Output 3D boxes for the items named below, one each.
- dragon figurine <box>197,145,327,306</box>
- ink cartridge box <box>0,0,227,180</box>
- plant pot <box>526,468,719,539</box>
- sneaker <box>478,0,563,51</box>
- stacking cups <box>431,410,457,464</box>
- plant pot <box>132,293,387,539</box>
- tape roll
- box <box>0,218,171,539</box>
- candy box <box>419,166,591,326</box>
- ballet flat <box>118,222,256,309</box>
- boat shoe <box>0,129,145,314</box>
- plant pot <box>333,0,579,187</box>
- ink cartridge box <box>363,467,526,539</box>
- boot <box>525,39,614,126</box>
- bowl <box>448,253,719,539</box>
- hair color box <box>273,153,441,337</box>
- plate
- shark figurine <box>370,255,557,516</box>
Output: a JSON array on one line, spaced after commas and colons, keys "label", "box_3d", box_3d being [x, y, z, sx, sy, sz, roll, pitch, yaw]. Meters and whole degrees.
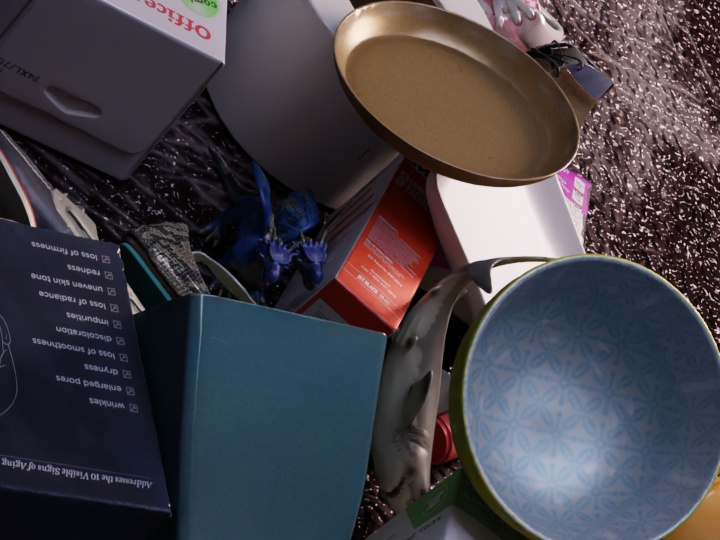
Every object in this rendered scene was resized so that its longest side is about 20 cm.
[{"label": "dragon figurine", "box_3d": [-0.068, -0.039, 1.621, 0.059, 0.100, 0.201, 25, 35, -25]}, {"label": "ink cartridge box", "box_3d": [-0.192, -0.203, 1.612, 0.146, 0.146, 0.201, 25, 42, -27]}, {"label": "plant pot", "box_3d": [0.184, 0.196, 1.601, 0.183, 0.201, 0.200, 44, 33, 23]}, {"label": "sneaker", "box_3d": [0.094, -0.223, 1.952, 0.199, 0.105, 0.076, 22, 31, -32]}, {"label": "stacking cups", "box_3d": [0.114, 0.103, 1.710, 0.199, 0.060, 0.061, -12, 65, -50]}, {"label": "plant pot", "box_3d": [-0.084, 0.135, 1.381, 0.140, 0.141, 0.202, 14, 72, -29]}, {"label": "tape roll", "box_3d": [-0.007, -0.169, 1.771, 0.202, 0.139, 0.204, 25, 41, -24]}, {"label": "box", "box_3d": [-0.237, 0.078, 1.321, 0.199, 0.124, 0.198, 14, 46, -36]}, {"label": "candy box", "box_3d": [0.117, -0.035, 1.843, 0.136, 0.061, 0.201, 35, 38, -17]}, {"label": "ballet flat", "box_3d": [-0.098, 0.047, 1.533, 0.075, 0.068, 0.201, -18, 66, -27]}, {"label": "boat shoe", "box_3d": [-0.203, -0.013, 1.483, 0.062, 0.071, 0.201, -27, 82, -40]}, {"label": "plant pot", "box_3d": [0.067, -0.126, 1.635, 0.199, 0.028, 0.201, 17, 38, -14]}, {"label": "ink cartridge box", "box_3d": [0.037, 0.240, 1.453, 0.067, 0.117, 0.201, 38, 36, -15]}, {"label": "boot", "box_3d": [0.145, -0.178, 1.921, 0.075, 0.097, 0.200, 49, 5, 39]}, {"label": "bowl", "box_3d": [0.139, 0.095, 1.502, 0.199, 0.108, 0.202, 3, 81, -21]}, {"label": "hair color box", "box_3d": [0.000, 0.000, 1.648, 0.064, 0.111, 0.200, 41, 37, -11]}, {"label": "plate", "box_3d": [0.110, -0.027, 1.699, 0.201, 0.032, 0.200, 67, 31, -20]}, {"label": "shark figurine", "box_3d": [0.062, 0.065, 1.598, 0.089, 0.216, 0.128, 13, 17, -37]}]
